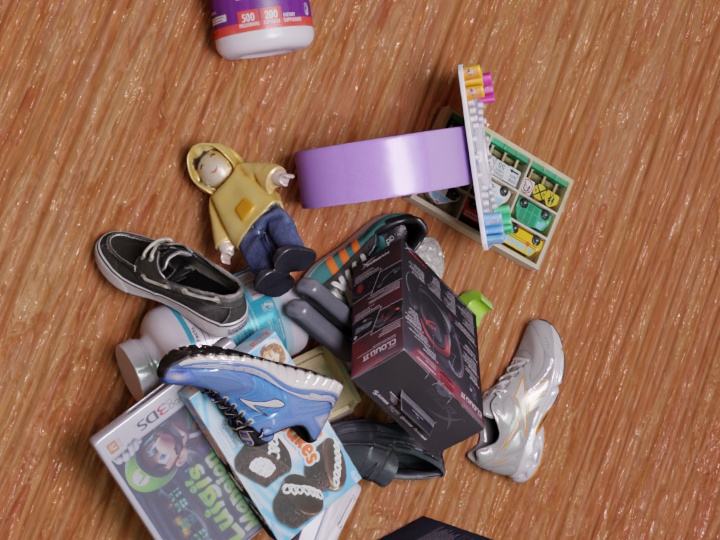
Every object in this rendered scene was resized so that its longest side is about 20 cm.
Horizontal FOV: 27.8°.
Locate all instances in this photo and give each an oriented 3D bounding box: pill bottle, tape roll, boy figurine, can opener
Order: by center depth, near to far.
[{"bbox_3d":[-0.121,-0.071,1.576,0.124,0.201,0.064,-45,149,21],"label":"boy figurine"},{"bbox_3d":[-0.164,0.074,1.588,0.198,0.111,0.112,-24,100,-22],"label":"pill bottle"},{"bbox_3d":[-0.001,0.076,1.600,0.200,0.066,0.054,43,67,-45],"label":"can opener"},{"bbox_3d":[-0.118,-0.340,1.607,0.111,0.112,0.203,-11,95,-24],"label":"pill bottle"},{"bbox_3d":[0.027,-0.115,1.626,0.198,0.200,0.067,-10,94,-24],"label":"tape roll"}]

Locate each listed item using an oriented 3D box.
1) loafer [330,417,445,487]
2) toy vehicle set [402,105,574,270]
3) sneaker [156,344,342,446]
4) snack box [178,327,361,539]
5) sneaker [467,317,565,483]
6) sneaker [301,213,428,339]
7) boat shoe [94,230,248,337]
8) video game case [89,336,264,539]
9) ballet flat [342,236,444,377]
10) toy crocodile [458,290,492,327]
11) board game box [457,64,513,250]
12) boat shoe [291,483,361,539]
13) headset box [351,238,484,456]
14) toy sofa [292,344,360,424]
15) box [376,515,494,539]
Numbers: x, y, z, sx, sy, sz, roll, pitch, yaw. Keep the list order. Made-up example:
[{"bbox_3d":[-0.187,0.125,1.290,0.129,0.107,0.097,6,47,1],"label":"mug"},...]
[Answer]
[{"bbox_3d":[0.018,0.212,1.670,0.199,0.068,0.071,4,47,-38],"label":"loafer"},{"bbox_3d":[0.159,-0.099,1.782,0.198,0.026,0.126,28,79,-22],"label":"toy vehicle set"},{"bbox_3d":[-0.112,0.129,1.450,0.198,0.078,0.090,18,85,-28],"label":"sneaker"},{"bbox_3d":[-0.093,0.175,1.532,0.116,0.037,0.201,-37,113,-19],"label":"snack box"},{"bbox_3d":[0.186,0.153,1.773,0.091,0.076,0.203,15,83,-19],"label":"sneaker"},{"bbox_3d":[0.000,0.000,1.667,0.072,0.080,0.200,51,63,-15],"label":"sneaker"},{"bbox_3d":[-0.200,-0.003,1.539,0.071,0.198,0.064,-48,153,-36],"label":"boat shoe"},{"bbox_3d":[-0.161,0.203,1.534,0.181,0.023,0.201,-36,113,-18],"label":"video game case"},{"bbox_3d":[0.049,0.050,1.711,0.072,0.072,0.201,41,74,-19],"label":"ballet flat"},{"bbox_3d":[0.095,0.104,1.720,0.068,0.061,0.200,52,52,-16],"label":"toy crocodile"},{"bbox_3d":[0.145,-0.131,1.661,0.026,0.200,0.203,-8,94,10],"label":"board game box"},{"bbox_3d":[-0.055,0.325,1.659,0.065,0.073,0.202,27,80,-18],"label":"boat shoe"},{"bbox_3d":[0.061,0.089,1.570,0.075,0.201,0.149,-31,124,24],"label":"headset box"},{"bbox_3d":[-0.106,0.163,1.640,0.198,0.098,0.083,-25,77,-22],"label":"toy sofa"},{"bbox_3d":[0.097,0.383,1.659,0.106,0.199,0.150,-23,100,-23],"label":"box"}]
